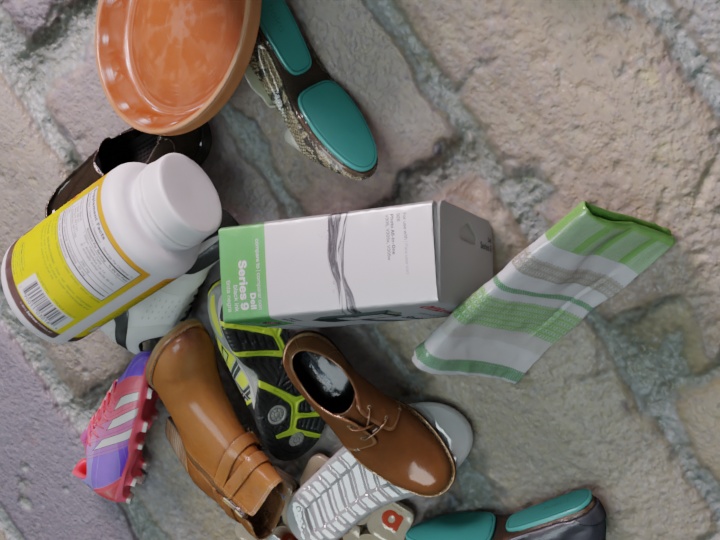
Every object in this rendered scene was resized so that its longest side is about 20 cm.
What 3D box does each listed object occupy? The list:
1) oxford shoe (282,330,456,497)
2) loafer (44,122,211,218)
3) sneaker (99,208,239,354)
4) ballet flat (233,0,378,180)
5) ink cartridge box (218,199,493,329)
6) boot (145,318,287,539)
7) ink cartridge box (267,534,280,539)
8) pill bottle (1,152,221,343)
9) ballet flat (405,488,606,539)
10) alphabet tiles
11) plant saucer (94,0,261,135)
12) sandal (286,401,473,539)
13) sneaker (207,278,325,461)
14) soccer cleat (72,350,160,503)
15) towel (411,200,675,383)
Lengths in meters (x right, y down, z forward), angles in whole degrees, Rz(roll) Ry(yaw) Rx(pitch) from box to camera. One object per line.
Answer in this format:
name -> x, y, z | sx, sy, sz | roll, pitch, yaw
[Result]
oxford shoe -> 0.005, 0.137, 1.107 | 0.199, 0.071, 0.072 | 40, 92, -3
loafer -> -0.231, -0.094, 1.150 | 0.199, 0.071, 0.074 | -34, 65, 23
sneaker -> -0.180, 0.010, 1.189 | 0.199, 0.074, 0.080 | -32, 115, 29
ballet flat -> -0.057, -0.156, 1.078 | 0.201, 0.068, 0.075 | 57, 140, 2
ink cartridge box -> 0.000, 0.000, 1.048 | 0.197, 0.146, 0.085 | -6, 83, 25
boot -> -0.128, 0.151, 1.163 | 0.155, 0.073, 0.201 | 43, 151, 32
ink cartridge box -> -0.068, 0.377, 1.282 | 0.161, 0.050, 0.201 | 36, 115, 6
pill bottle -> -0.218, -0.022, 1.093 | 0.199, 0.109, 0.110 | -30, 96, 28
ballet flat -> 0.136, 0.256, 1.141 | 0.198, 0.073, 0.074 | -17, 102, 24
alphabet tiles -> -0.030, 0.282, 1.247 | 0.198, 0.015, 0.197 | 30, 120, 10
plant saucer -> -0.157, -0.217, 1.067 | 0.198, 0.032, 0.203 | -5, 82, 39
sandal -> 0.015, 0.186, 1.172 | 0.201, 0.050, 0.083 | -32, 87, 11
sneaker -> -0.089, 0.090, 1.179 | 0.076, 0.075, 0.202 | 35, 146, 58
soccer cleat -> -0.247, 0.156, 1.251 | 0.076, 0.067, 0.202 | 20, 128, 3
towel -> 0.151, 0.025, 1.009 | 0.200, 0.148, 0.031 | -44, 59, 29
